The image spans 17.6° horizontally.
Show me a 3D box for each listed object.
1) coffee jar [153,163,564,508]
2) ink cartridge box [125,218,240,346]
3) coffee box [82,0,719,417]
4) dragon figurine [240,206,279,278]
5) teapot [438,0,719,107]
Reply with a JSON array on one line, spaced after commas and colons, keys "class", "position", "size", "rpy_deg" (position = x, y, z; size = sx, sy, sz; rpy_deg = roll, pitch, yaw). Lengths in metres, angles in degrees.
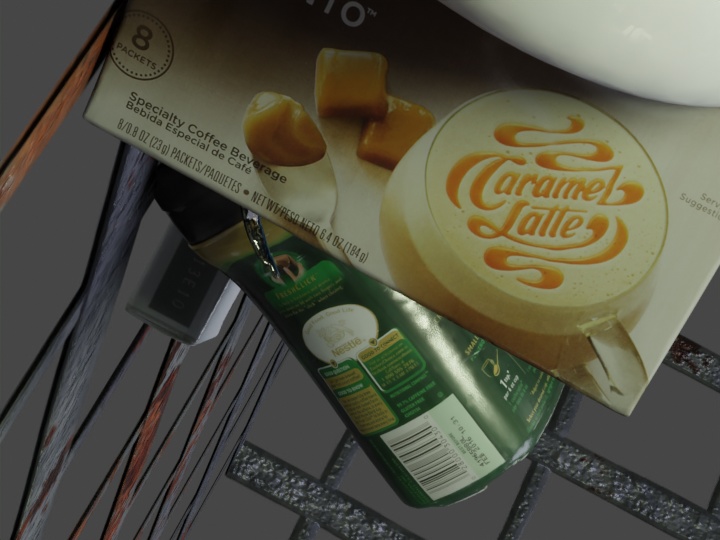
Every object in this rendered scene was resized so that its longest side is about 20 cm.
[{"class": "coffee jar", "position": [0.000, 0.000, 1.011], "size": [0.085, 0.200, 0.104], "rpy_deg": [-27, -161, 35]}, {"class": "ink cartridge box", "position": [-0.045, -0.062, 1.166], "size": [0.201, 0.043, 0.174], "rpy_deg": [-63, 177, 3]}, {"class": "coffee box", "position": [0.028, -0.059, 0.735], "size": [0.115, 0.199, 0.080], "rpy_deg": [-62, 178, 29]}, {"class": "dragon figurine", "position": [-0.038, -0.074, 0.864], "size": [0.100, 0.059, 0.201], "rpy_deg": [-56, 169, -58]}, {"class": "teapot", "position": [0.081, -0.153, 0.657], "size": [0.147, 0.196, 0.200], "rpy_deg": [-60, -176, 30]}]
